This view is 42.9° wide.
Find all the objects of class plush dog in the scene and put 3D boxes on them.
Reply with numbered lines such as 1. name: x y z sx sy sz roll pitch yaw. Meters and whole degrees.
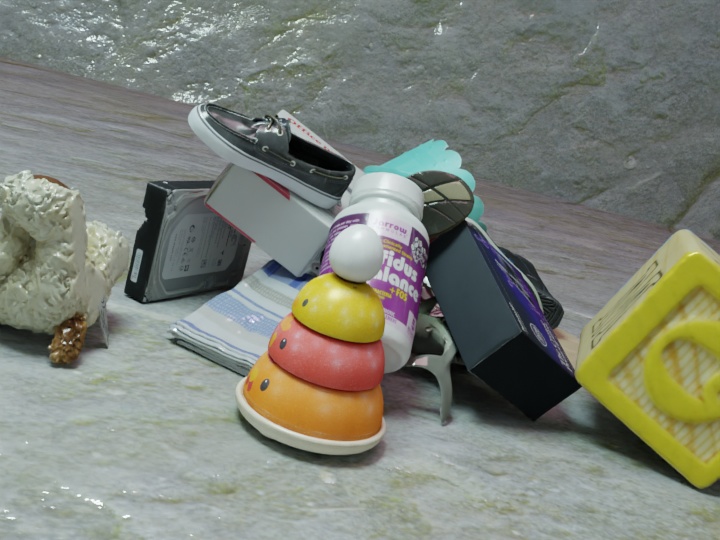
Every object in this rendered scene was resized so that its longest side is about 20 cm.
1. plush dog: -0.336 0.005 0.876 0.171 0.162 0.200 4 -16 8

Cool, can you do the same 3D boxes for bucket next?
1. bucket: 0.090 -0.094 1.447 0.134 0.208 0.207 -23 28 -17

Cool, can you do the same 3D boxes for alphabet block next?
1. alphabet block: 0.380 0.091 1.051 0.195 0.197 0.200 40 17 7

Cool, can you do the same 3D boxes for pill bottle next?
1. pill bottle: 0.014 -0.001 0.979 0.112 0.201 0.112 9 -29 5

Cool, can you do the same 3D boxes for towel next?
1. towel: -0.096 0.052 1.014 0.146 0.024 0.200 23 33 23

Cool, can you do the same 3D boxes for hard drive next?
1. hard drive: -0.200 -0.041 1.131 0.038 0.141 0.200 22 14 23

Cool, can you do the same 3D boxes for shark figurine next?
1. shark figurine: 0.084 0.098 1.059 0.128 0.090 0.214 -25 19 -15

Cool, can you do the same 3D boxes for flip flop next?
1. flip flop: 0.042 -0.048 1.089 0.081 0.200 0.058 55 5 11

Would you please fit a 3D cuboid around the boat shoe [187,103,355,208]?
1. boat shoe: -0.092 -0.139 1.017 0.199 0.066 0.070 30 30 -22

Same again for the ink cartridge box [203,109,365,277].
1. ink cartridge box: -0.088 -0.102 1.133 0.146 0.083 0.200 37 27 -8

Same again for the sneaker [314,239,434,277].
1. sneaker: 0.000 0.000 1.167 0.199 0.079 0.115 -33 23 -20

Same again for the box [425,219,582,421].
1. box: 0.158 0.054 1.062 0.141 0.079 0.201 35 23 -37

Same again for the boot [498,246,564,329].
1. boot: 0.215 0.000 1.382 0.165 0.066 0.200 37 16 -16

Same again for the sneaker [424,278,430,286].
1. sneaker: 0.099 0.032 1.282 0.199 0.074 0.080 29 51 22

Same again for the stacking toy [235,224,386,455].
1. stacking toy: -0.024 0.052 0.837 0.145 0.201 0.146 15 13 -4

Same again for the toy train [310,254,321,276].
1. toy train: -0.037 -0.048 1.395 0.086 0.115 0.200 15 13 2

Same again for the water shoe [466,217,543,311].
1. water shoe: 0.177 0.004 1.214 0.200 0.071 0.079 55 11 -14

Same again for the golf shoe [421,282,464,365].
1. golf shoe: 0.085 0.066 1.175 0.199 0.078 0.088 19 19 12

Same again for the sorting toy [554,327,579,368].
1. sorting toy: 0.246 0.103 1.310 0.184 0.037 0.200 3 23 -42
